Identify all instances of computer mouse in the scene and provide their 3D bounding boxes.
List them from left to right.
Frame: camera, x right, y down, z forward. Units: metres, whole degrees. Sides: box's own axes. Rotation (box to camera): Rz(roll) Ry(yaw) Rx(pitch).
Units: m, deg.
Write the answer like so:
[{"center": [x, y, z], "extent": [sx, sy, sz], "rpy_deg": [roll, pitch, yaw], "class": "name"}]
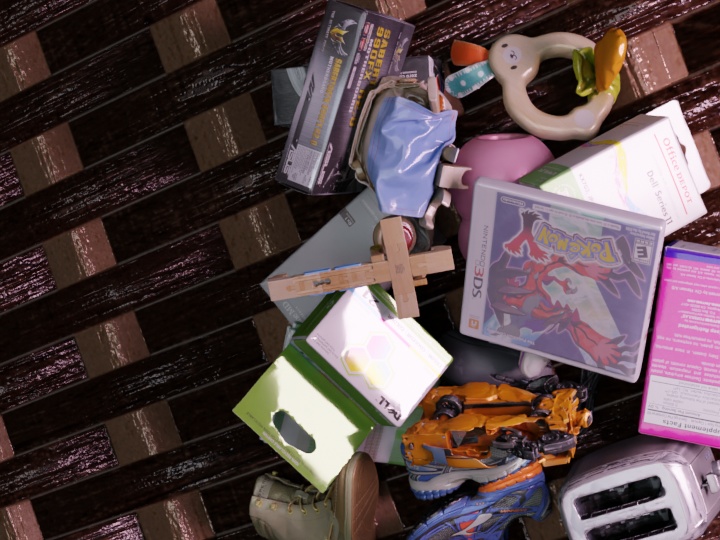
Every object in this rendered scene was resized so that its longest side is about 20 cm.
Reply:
[{"center": [0.185, 0.098, 1.479], "extent": [0.199, 0.046, 0.141], "rpy_deg": [23, 101, 9], "class": "computer mouse"}]

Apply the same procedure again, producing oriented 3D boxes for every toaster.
[{"center": [0.296, 0.249, 1.418], "extent": [0.199, 0.129, 0.115], "rpy_deg": [-19, 87, 20], "class": "toaster"}]

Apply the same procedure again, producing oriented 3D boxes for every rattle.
[{"center": [0.181, -0.225, 1.409], "extent": [0.199, 0.143, 0.131], "rpy_deg": [27, 95, 13], "class": "rattle"}]

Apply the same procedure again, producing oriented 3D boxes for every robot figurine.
[{"center": [0.152, 0.166, 1.404], "extent": [0.198, 0.145, 0.059], "rpy_deg": [-2, 117, 20], "class": "robot figurine"}]

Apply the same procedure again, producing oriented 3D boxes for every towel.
[{"center": [-0.008, 0.147, 1.523], "extent": [0.198, 0.031, 0.150], "rpy_deg": [12, 102, -18], "class": "towel"}]

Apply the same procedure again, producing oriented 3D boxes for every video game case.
[{"center": [0.203, 0.010, 1.340], "extent": [0.198, 0.023, 0.184], "rpy_deg": [15, 121, 21], "class": "video game case"}]

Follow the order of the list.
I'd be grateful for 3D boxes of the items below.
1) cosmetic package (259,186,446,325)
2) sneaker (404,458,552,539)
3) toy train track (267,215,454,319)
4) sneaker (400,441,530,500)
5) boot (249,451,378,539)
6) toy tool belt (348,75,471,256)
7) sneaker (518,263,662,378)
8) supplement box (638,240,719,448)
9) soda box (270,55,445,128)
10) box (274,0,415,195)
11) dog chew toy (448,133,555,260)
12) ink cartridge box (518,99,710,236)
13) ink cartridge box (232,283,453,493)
[{"center": [-0.009, -0.010, 1.531], "extent": [0.200, 0.090, 0.107], "rpy_deg": [-42, 84, 15], "class": "cosmetic package"}, {"center": [0.135, 0.292, 1.511], "extent": [0.199, 0.075, 0.079], "rpy_deg": [-32, 87, 21], "class": "sneaker"}, {"center": [0.000, 0.000, 1.390], "extent": [0.198, 0.033, 0.116], "rpy_deg": [-10, 112, 3], "class": "toy train track"}, {"center": [0.127, 0.197, 1.486], "extent": [0.199, 0.077, 0.086], "rpy_deg": [-25, 97, 27], "class": "sneaker"}, {"center": [-0.058, 0.272, 1.549], "extent": [0.154, 0.073, 0.201], "rpy_deg": [20, 136, 21], "class": "boot"}, {"center": [0.052, -0.106, 1.382], "extent": [0.124, 0.123, 0.202], "rpy_deg": [4, 98, -13], "class": "toy tool belt"}, {"center": [0.253, 0.046, 1.425], "extent": [0.099, 0.075, 0.200], "rpy_deg": [39, 87, 10], "class": "sneaker"}, {"center": [0.364, 0.078, 1.394], "extent": [0.102, 0.101, 0.202], "rpy_deg": [11, 99, 18], "class": "supplement box"}, {"center": [-0.003, -0.209, 1.524], "extent": [0.198, 0.063, 0.071], "rpy_deg": [-2, 94, 19], "class": "soda box"}, {"center": [-0.015, -0.184, 1.412], "extent": [0.048, 0.158, 0.202], "rpy_deg": [22, 101, 18], "class": "box"}, {"center": [0.161, -0.049, 1.451], "extent": [0.123, 0.124, 0.202], "rpy_deg": [1, 102, 20], "class": "dog chew toy"}, {"center": [0.283, -0.088, 1.373], "extent": [0.199, 0.067, 0.118], "rpy_deg": [-29, 104, -8], "class": "ink cartridge box"}, {"center": [-0.018, 0.126, 1.434], "extent": [0.148, 0.076, 0.200], "rpy_deg": [43, 73, -11], "class": "ink cartridge box"}]
